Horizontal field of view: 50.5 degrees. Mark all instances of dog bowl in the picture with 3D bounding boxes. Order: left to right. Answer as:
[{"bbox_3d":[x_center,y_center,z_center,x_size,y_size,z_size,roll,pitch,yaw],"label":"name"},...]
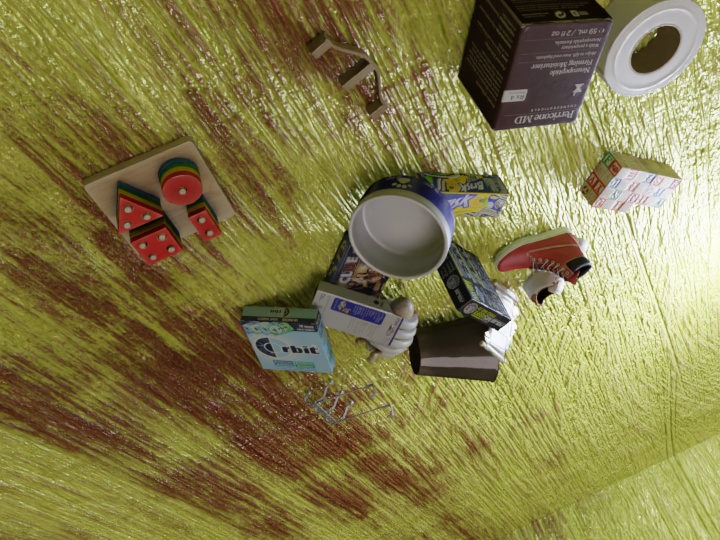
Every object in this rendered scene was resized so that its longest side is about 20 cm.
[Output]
[{"bbox_3d":[0.082,-0.083,1.497,0.200,0.079,0.200,11,130,13],"label":"dog bowl"}]

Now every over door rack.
[{"bbox_3d":[-0.027,0.340,1.995,0.200,0.067,0.148,-11,144,20],"label":"over door rack"}]

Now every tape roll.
[{"bbox_3d":[0.523,-0.422,1.402,0.202,0.071,0.203,-13,140,-11],"label":"tape roll"}]

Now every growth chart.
[{"bbox_3d":[0.345,0.126,1.867,0.018,0.200,0.145,-7,144,36],"label":"growth chart"}]

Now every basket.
[{"bbox_3d":[0.230,0.197,1.913,0.200,0.136,0.181,-2,92,-11],"label":"basket"}]

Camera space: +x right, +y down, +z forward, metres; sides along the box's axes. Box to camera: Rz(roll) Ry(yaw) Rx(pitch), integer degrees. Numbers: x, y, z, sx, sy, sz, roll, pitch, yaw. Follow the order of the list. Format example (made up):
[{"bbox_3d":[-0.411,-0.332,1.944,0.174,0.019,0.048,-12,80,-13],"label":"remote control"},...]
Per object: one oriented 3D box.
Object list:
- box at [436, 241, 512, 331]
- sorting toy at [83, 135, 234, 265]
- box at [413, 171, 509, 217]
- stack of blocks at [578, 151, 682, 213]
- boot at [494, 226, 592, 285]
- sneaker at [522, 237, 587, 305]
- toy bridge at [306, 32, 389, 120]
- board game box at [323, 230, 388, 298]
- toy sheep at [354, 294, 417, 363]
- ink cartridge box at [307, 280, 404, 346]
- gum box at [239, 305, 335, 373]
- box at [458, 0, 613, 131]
[{"bbox_3d":[0.234,0.025,1.669,0.044,0.200,0.160,-42,138,23],"label":"box"},{"bbox_3d":[-0.346,-0.111,1.349,0.200,0.070,0.199,-23,141,1],"label":"sorting toy"},{"bbox_3d":[0.197,-0.153,1.559,0.200,0.064,0.070,-1,136,-23],"label":"box"},{"bbox_3d":[0.605,-0.191,1.709,0.200,0.059,0.115,5,133,-29],"label":"stack of blocks"},{"bbox_3d":[0.422,-0.012,1.760,0.200,0.144,0.072,-19,142,-1],"label":"boot"},{"bbox_3d":[0.490,0.010,1.864,0.073,0.085,0.200,18,125,-36],"label":"sneaker"},{"bbox_3d":[-0.005,-0.333,1.291,0.067,0.027,0.200,-37,139,15],"label":"toy bridge"},{"bbox_3d":[0.000,0.000,1.662,0.135,0.035,0.200,1,135,-25],"label":"board game box"},{"bbox_3d":[0.062,0.139,1.774,0.138,0.138,0.200,12,126,-35],"label":"toy sheep"},{"bbox_3d":[-0.012,0.094,1.663,0.200,0.039,0.100,19,130,-7],"label":"ink cartridge box"},{"bbox_3d":[-0.158,0.156,1.705,0.170,0.045,0.200,2,143,14],"label":"gum box"},{"bbox_3d":[0.284,-0.368,1.277,0.166,0.164,0.200,-9,139,-16],"label":"box"}]
